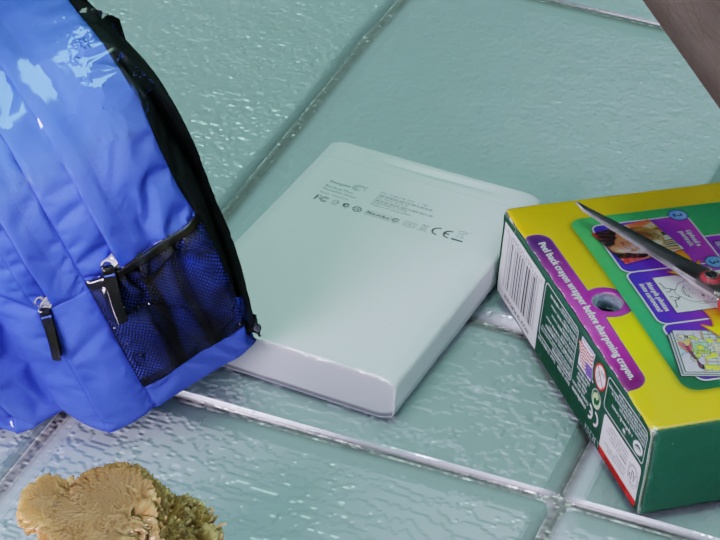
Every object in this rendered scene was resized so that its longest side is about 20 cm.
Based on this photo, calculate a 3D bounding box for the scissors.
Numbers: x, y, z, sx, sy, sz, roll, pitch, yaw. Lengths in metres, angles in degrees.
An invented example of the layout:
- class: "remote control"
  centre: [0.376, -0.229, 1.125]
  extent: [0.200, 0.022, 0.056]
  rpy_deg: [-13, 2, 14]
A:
- class: "scissors"
  centre: [0.189, 0.011, 1.283]
  extent: [0.073, 0.014, 0.200]
  rpy_deg: [-17, 39, -25]

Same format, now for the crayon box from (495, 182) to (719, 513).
- class: "crayon box"
  centre: [0.185, 0.032, 1.313]
  extent: [0.172, 0.059, 0.200]
  rpy_deg: [-6, 35, -17]

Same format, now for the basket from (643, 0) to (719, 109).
- class: "basket"
  centre: [0.234, -0.126, 1.300]
  extent: [0.136, 0.201, 0.180]
  rpy_deg: [2, 40, 50]

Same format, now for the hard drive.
- class: "hard drive"
  centre: [0.000, 0.000, 1.372]
  extent: [0.131, 0.027, 0.200]
  rpy_deg: [17, 35, 19]

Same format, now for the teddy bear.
- class: "teddy bear"
  centre: [-0.099, 0.173, 1.080]
  extent: [0.144, 0.067, 0.200]
  rpy_deg: [-20, 46, -17]

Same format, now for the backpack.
- class: "backpack"
  centre: [-0.157, -0.033, 1.239]
  extent: [0.167, 0.201, 0.162]
  rpy_deg: [-33, 43, -16]
